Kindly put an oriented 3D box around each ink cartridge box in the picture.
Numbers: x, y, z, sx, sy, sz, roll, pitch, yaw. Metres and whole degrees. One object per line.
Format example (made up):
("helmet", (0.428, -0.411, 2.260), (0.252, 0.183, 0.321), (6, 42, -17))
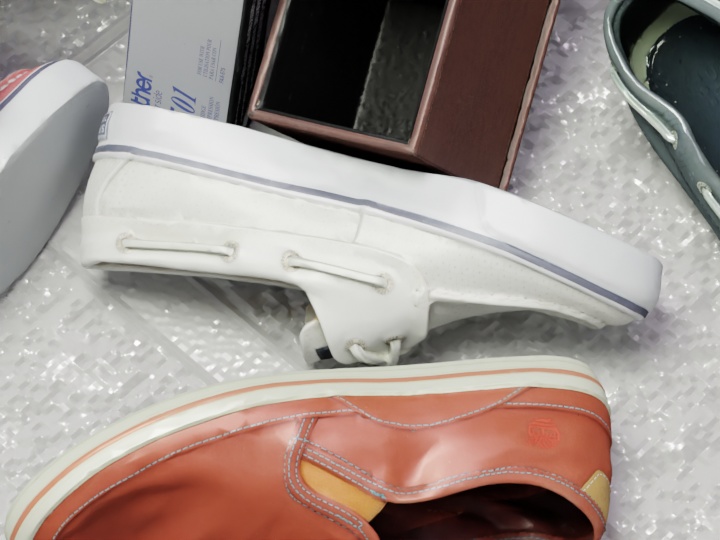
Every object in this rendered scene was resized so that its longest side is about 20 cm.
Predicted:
("ink cartridge box", (-0.039, -0.129, 0.955), (0.044, 0.200, 0.094), (23, 57, 7))

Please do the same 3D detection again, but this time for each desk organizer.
("desk organizer", (0.031, -0.132, 0.970), (0.071, 0.077, 0.201), (14, 87, 26))

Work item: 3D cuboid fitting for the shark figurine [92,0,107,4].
("shark figurine", (-0.164, -0.064, 0.925), (0.128, 0.089, 0.215), (31, 44, -25))

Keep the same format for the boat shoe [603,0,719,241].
("boat shoe", (0.145, -0.026, 0.953), (0.073, 0.062, 0.200), (-43, 54, 13))

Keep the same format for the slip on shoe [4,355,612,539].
("slip on shoe", (-0.013, 0.073, 0.897), (0.199, 0.074, 0.061), (-7, 58, -10))

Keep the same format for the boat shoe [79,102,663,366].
("boat shoe", (0.000, 0.000, 0.956), (0.199, 0.071, 0.070), (15, 84, 5))

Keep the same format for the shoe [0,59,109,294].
("shoe", (-0.175, -0.012, 0.954), (0.091, 0.072, 0.200), (30, 63, 16))
